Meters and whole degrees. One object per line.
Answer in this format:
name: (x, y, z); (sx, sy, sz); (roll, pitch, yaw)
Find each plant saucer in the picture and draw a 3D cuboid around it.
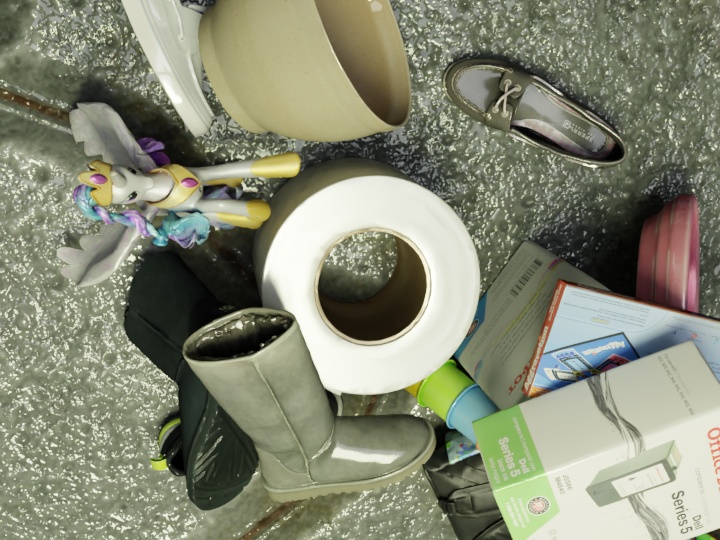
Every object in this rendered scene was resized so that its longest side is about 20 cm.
plant saucer: (0.308, 0.025, 0.969); (0.050, 0.200, 0.202); (3, 105, 22)

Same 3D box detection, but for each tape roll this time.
tape roll: (0.000, 0.000, 0.922); (0.201, 0.139, 0.205); (-2, 104, -9)

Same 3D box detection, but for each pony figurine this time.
pony figurine: (-0.181, -0.072, 0.859); (0.199, 0.192, 0.168); (-2, 90, -37)

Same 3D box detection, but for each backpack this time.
backpack: (0.187, 0.203, 1.011); (0.199, 0.154, 0.164); (-26, 103, 19)

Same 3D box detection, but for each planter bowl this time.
planter bowl: (-0.057, -0.199, 0.853); (0.134, 0.200, 0.201); (-17, 107, 23)

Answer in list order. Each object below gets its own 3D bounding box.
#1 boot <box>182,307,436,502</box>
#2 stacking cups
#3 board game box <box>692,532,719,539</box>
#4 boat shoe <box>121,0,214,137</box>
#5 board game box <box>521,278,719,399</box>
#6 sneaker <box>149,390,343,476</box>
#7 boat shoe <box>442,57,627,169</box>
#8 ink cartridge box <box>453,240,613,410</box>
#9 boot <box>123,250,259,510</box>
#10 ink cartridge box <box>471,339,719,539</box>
boot: (-0.037, 0.108, 0.830); (0.180, 0.073, 0.201); (-17, 124, -2)
stacking cups: (0.119, 0.140, 0.951); (0.060, 0.199, 0.061); (-33, 141, -32)
board game box: (0.407, 0.363, 1.135); (0.199, 0.030, 0.096); (33, 96, -17)
boat shoe: (-0.170, -0.224, 0.882); (0.068, 0.072, 0.201); (-23, 97, -4)
board game box: (0.245, 0.078, 0.840); (0.198, 0.019, 0.104); (13, 101, -17)
sneaker: (-0.109, 0.169, 0.971); (0.198, 0.083, 0.072); (-16, 106, -6)
boat shoe: (0.178, -0.156, 0.958); (0.199, 0.057, 0.067); (23, 98, -14)
ink cartridge box: (0.181, 0.069, 0.937); (0.084, 0.200, 0.145); (35, 96, -16)
boot: (-0.160, 0.099, 0.912); (0.076, 0.168, 0.202); (-8, 117, -40)
ink cartridge box: (0.212, 0.165, 0.812); (0.199, 0.084, 0.146); (-21, 126, 6)
